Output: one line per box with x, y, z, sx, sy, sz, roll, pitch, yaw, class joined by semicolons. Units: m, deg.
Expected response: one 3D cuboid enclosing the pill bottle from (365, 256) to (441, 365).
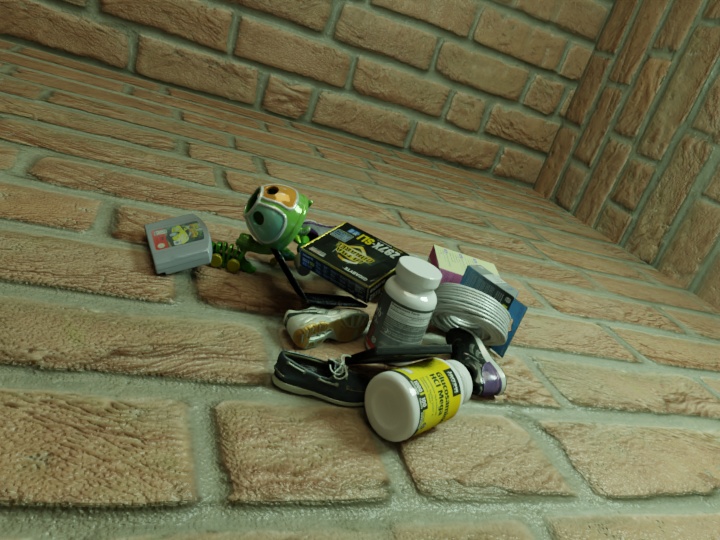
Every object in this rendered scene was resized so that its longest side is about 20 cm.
0.090;0.082;1.150;0.114;0.203;0.116;17;21;-7;pill bottle

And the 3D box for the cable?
0.248;0.104;1.288;0.198;0.070;0.200;31;-20;-10;cable

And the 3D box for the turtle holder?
-0.204;-0.120;1.284;0.130;0.184;0.144;28;60;-29;turtle holder

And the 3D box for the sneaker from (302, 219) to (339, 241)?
-0.088;-0.085;1.578;0.195;0.076;0.088;8;33;0;sneaker

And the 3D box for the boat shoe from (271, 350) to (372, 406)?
-0.055;0.183;0.980;0.196;0.063;0.075;16;20;-11;boat shoe

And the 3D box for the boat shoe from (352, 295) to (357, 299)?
0.002;0.004;1.312;0.085;0.076;0.202;-25;16;-3;boat shoe

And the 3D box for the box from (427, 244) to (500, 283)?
0.289;0.029;1.583;0.196;0.098;0.177;17;22;-5;box

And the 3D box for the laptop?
-0.094;0.014;1.202;0.195;0.106;0.177;5;3;-14;laptop

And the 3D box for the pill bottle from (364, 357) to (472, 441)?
0.109;0.217;0.975;0.198;0.114;0.112;-6;33;-47;pill bottle

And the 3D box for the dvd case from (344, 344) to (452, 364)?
0.062;0.154;1.016;0.139;0.018;0.200;1;-13;-17;dvd case

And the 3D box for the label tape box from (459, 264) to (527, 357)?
0.325;0.098;1.391;0.062;0.147;0.199;0;29;-43;label tape box

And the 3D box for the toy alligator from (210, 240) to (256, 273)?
-0.330;-0.045;1.278;0.196;0.055;0.060;17;22;-7;toy alligator

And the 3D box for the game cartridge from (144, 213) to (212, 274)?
-0.400;-0.065;1.233;0.131;0.042;0.200;-13;35;-22;game cartridge

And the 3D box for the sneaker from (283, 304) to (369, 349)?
-0.068;0.098;1.146;0.197;0.077;0.087;-1;30;-43;sneaker

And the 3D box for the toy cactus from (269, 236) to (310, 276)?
-0.145;-0.033;1.364;0.196;0.104;0.166;10;27;-12;toy cactus

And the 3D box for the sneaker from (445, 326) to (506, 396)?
0.224;0.189;1.198;0.086;0.077;0.200;1;29;-26;sneaker

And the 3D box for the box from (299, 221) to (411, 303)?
-0.011;-0.023;1.227;0.198;0.050;0.159;29;40;29;box
